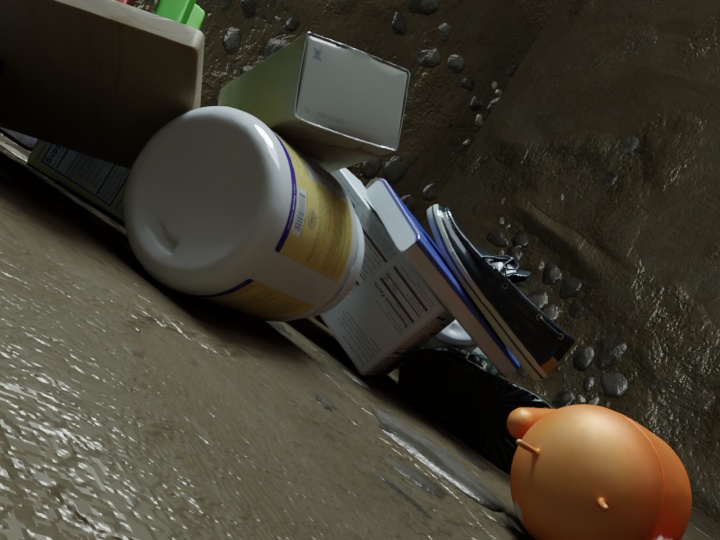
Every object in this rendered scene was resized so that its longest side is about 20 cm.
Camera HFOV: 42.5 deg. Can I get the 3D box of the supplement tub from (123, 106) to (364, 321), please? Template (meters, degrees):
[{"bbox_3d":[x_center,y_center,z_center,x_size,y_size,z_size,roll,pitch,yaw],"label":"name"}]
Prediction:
[{"bbox_3d":[-0.087,-0.037,0.776,0.144,0.147,0.200,34,2,24],"label":"supplement tub"}]

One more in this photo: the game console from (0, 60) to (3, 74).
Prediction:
[{"bbox_3d":[-0.383,-0.155,0.681,0.198,0.118,0.173,32,34,-27],"label":"game console"}]

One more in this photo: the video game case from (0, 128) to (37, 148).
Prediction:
[{"bbox_3d":[-0.399,-0.184,1.023,0.180,0.022,0.200,34,2,1],"label":"video game case"}]

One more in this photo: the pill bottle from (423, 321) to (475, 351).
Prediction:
[{"bbox_3d":[0.119,0.050,1.185,0.112,0.114,0.200,33,-10,5],"label":"pill bottle"}]

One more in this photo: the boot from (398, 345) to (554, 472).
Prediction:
[{"bbox_3d":[0.142,0.147,1.013,0.209,0.080,0.158,34,2,16],"label":"boot"}]

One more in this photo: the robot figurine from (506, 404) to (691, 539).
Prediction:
[{"bbox_3d":[0.183,0.167,0.709,0.199,0.115,0.147,30,47,-54],"label":"robot figurine"}]

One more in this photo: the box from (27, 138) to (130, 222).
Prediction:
[{"bbox_3d":[-0.212,-0.099,0.941,0.198,0.098,0.176,34,2,-12],"label":"box"}]

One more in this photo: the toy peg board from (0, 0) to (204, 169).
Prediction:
[{"bbox_3d":[-0.216,-0.186,0.757,0.195,0.099,0.201,18,-27,-4],"label":"toy peg board"}]

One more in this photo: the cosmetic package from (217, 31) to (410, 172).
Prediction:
[{"bbox_3d":[-0.052,-0.137,0.825,0.102,0.075,0.199,14,-9,-26],"label":"cosmetic package"}]

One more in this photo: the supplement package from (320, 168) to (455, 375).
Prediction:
[{"bbox_3d":[0.000,0.000,0.999,0.201,0.110,0.156,54,7,12],"label":"supplement package"}]

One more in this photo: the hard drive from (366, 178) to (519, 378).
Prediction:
[{"bbox_3d":[0.085,0.008,0.946,0.200,0.025,0.133,49,8,-33],"label":"hard drive"}]

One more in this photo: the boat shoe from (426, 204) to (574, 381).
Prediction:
[{"bbox_3d":[0.136,0.012,0.908,0.201,0.062,0.075,53,9,8],"label":"boat shoe"}]

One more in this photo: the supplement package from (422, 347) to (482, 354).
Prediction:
[{"bbox_3d":[0.133,0.081,1.398,0.150,0.152,0.200,32,2,-6],"label":"supplement package"}]
